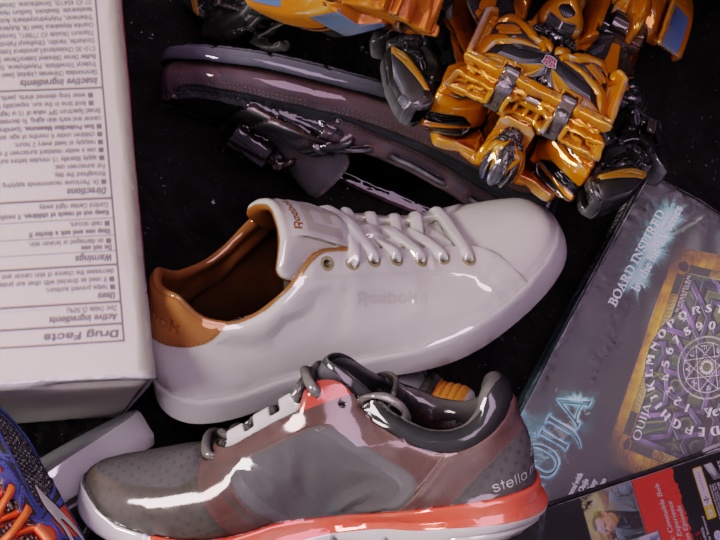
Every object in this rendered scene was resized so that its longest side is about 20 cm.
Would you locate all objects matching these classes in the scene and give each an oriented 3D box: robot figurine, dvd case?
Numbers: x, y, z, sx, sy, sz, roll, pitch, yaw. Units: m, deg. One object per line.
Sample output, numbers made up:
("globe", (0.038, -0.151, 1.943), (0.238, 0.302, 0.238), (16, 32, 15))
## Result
("robot figurine", (0.086, -0.112, 1.308), (0.145, 0.058, 0.200), (26, 43, -5))
("dvd case", (0.109, 0.167, 1.249), (0.200, 0.022, 0.146), (-14, 84, -41))
("robot figurine", (-0.019, -0.167, 1.281), (0.058, 0.200, 0.145), (28, 83, -38))

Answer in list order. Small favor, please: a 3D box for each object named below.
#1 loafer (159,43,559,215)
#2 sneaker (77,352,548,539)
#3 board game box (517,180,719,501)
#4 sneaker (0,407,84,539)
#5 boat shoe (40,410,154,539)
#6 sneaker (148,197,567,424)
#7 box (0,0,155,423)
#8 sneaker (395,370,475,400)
("loafer", (0.001, -0.055, 1.322), (0.199, 0.072, 0.063), (13, 83, -13))
("sneaker", (-0.023, 0.071, 1.199), (0.199, 0.077, 0.082), (-4, 109, 9))
("board game box", (0.143, 0.070, 1.344), (0.135, 0.028, 0.200), (31, 74, -4))
("sneaker", (-0.135, 0.123, 1.175), (0.075, 0.078, 0.200), (-41, 112, -16))
("boat shoe", (-0.161, 0.140, 1.249), (0.200, 0.071, 0.064), (-39, 97, -14))
("sneaker", (0.000, 0.000, 1.264), (0.199, 0.085, 0.073), (-21, 41, -15))
("box", (-0.166, -0.036, 1.261), (0.127, 0.109, 0.201), (-3, 79, -12))
("sneaker", (-0.033, 0.115, 1.281), (0.077, 0.078, 0.200), (36, 70, 13))
